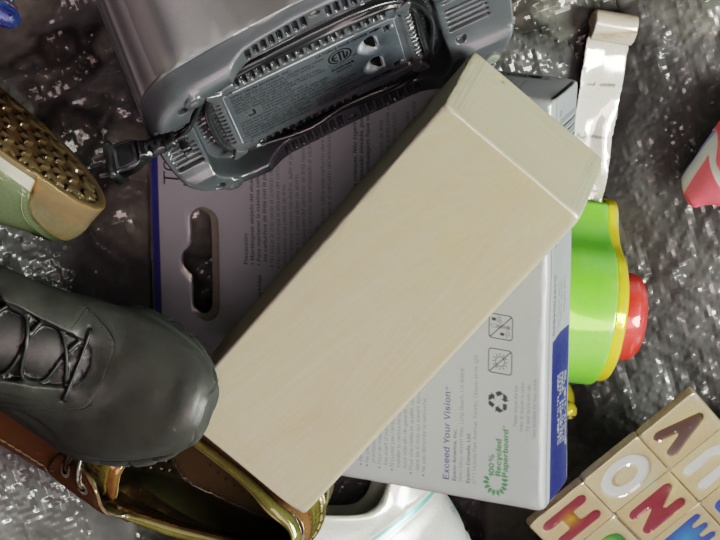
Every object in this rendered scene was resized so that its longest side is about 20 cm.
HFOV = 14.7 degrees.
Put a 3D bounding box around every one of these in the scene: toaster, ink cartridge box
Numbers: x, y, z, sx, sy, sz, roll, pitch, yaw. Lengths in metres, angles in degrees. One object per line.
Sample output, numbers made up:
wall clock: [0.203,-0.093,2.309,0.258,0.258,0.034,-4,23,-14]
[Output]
toaster: [-0.040,-0.126,1.200,0.199,0.130,0.114,-26,156,0]
ink cartridge box: [0.000,0.000,1.291,0.199,0.041,0.201,8,111,20]

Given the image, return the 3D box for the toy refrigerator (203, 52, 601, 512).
toy refrigerator: [0.012,0.006,1.221,0.076,0.070,0.200,38,118,-5]

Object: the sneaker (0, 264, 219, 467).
sneaker: [-0.157,0.032,1.224,0.199,0.091,0.076,18,87,20]

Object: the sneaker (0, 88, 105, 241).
sneaker: [-0.217,-0.060,1.246,0.200,0.067,0.090,37,108,-18]

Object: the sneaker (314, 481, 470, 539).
sneaker: [-0.041,0.156,1.349,0.199,0.070,0.081,-27,106,-7]

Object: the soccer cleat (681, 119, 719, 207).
soccer cleat: [0.246,-0.020,1.339,0.199,0.067,0.076,29,134,-23]

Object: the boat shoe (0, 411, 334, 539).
boat shoe: [-0.108,0.074,1.281,0.199,0.068,0.072,19,111,3]

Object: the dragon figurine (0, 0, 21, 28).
dragon figurine: [-0.224,-0.160,1.186,0.200,0.099,0.059,42,98,-19]

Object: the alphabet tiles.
alphabet tiles: [0.165,0.137,1.360,0.167,0.008,0.200,-39,134,6]

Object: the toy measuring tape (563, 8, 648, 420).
toy measuring tape: [0.106,-0.017,1.305,0.073,0.074,0.201,7,108,-11]
